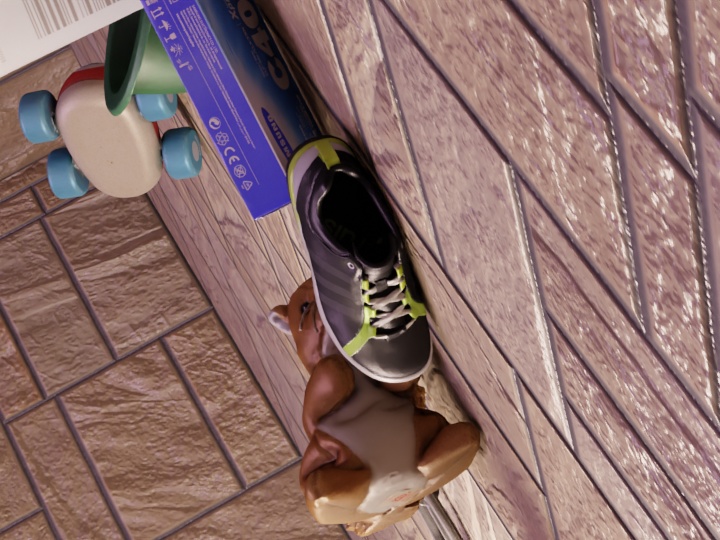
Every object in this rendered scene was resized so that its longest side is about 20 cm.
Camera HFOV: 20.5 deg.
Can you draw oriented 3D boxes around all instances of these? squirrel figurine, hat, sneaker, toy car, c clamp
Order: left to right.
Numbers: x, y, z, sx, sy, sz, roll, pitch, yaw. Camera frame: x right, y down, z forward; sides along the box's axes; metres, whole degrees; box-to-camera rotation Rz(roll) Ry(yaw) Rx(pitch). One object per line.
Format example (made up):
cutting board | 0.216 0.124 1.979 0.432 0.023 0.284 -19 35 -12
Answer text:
toy car | -0.292 -0.210 2.416 0.201 0.182 0.178 -85 -20 -46
hat | -0.120 -0.195 1.714 0.166 0.174 0.202 -132 53 -68
squirrel figurine | -0.006 0.102 1.575 0.200 0.140 0.188 86 161 -67
sneaker | 0.000 0.000 1.391 0.201 0.071 0.083 65 171 -21
c clamp | 0.064 0.234 1.960 0.172 0.027 0.200 63 173 -8

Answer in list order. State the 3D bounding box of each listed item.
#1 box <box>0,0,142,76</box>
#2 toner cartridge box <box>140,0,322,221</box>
box | -0.246 -0.298 1.492 0.172 0.198 0.201 55 168 41
toner cartridge box | -0.091 -0.144 1.446 0.201 0.043 0.095 63 -156 -8
